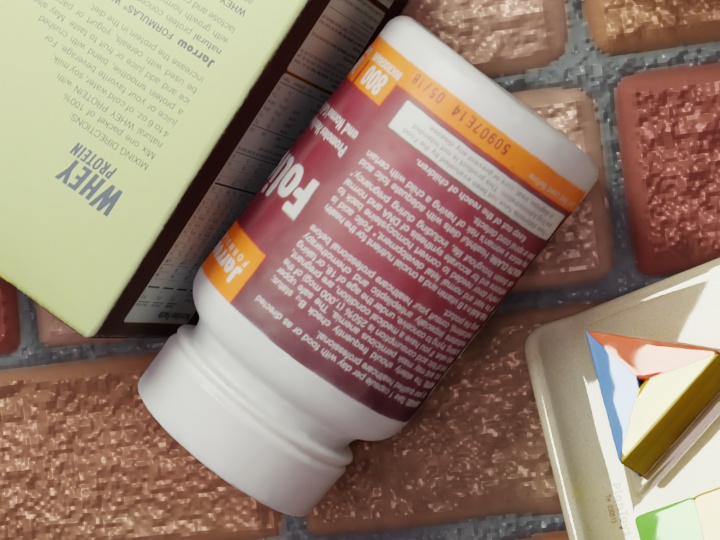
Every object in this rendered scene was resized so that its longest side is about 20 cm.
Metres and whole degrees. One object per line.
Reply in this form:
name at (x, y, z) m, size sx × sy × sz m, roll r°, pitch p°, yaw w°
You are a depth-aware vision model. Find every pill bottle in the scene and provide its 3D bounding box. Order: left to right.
pill bottle at (0.000, 0.000, 0.915) m, size 0.114 × 0.114 × 0.200 m, roll 39°, pitch 96°, yaw 13°

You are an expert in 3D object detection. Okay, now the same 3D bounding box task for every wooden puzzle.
wooden puzzle at (0.174, 0.069, 0.866) m, size 0.200 × 0.046 × 0.185 m, roll -20°, pitch 62°, yaw 17°

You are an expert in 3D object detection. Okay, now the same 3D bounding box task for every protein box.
protein box at (-0.120, -0.104, 0.940) m, size 0.198 × 0.135 × 0.200 m, roll 34°, pitch 95°, yaw 13°
